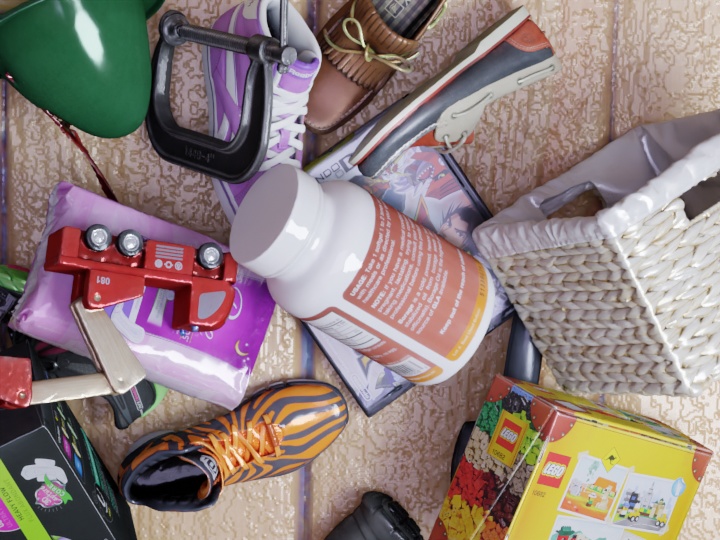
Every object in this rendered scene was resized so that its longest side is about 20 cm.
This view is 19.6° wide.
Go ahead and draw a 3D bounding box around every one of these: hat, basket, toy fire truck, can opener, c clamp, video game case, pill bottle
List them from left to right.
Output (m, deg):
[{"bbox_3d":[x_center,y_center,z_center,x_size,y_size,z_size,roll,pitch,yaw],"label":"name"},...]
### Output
[{"bbox_3d":[-0.192,0.040,1.564,0.198,0.049,0.143,9,80,-23],"label":"toy fire truck"},{"bbox_3d":[-0.194,-0.111,1.615,0.165,0.200,0.177,-25,81,21],"label":"hat"},{"bbox_3d":[-0.110,-0.156,1.627,0.027,0.199,0.173,-5,100,-38],"label":"c clamp"},{"bbox_3d":[0.000,0.000,1.616,0.199,0.112,0.113,31,95,-31],"label":"pill bottle"},{"bbox_3d":[0.023,-0.012,1.717,0.180,0.026,0.201,-35,97,2],"label":"video game case"},{"bbox_3d":[0.125,0.113,1.707,0.078,0.063,0.202,10,106,-3],"label":"can opener"},{"bbox_3d":[0.231,-0.013,1.616,0.197,0.199,0.162,-32,103,-25],"label":"basket"}]

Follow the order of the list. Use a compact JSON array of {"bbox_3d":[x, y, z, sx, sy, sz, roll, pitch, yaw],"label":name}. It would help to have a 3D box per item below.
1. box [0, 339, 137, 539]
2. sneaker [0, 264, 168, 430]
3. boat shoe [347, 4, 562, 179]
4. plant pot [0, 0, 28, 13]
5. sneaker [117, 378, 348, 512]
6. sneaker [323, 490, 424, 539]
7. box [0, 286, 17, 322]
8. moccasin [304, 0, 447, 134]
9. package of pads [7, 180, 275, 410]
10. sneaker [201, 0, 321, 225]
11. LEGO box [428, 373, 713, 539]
[{"bbox_3d":[-0.276,0.187,1.643,0.147,0.125,0.201,-26,125,1],"label":"box"},{"bbox_3d":[-0.250,0.060,1.690,0.199,0.077,0.084,34,90,-4],"label":"sneaker"},{"bbox_3d":[0.077,-0.131,1.667,0.200,0.071,0.063,-40,101,-18],"label":"boat shoe"},{"bbox_3d":[-0.275,-0.307,1.598,0.199,0.201,0.191,14,112,-4],"label":"plant pot"},{"bbox_3d":[-0.101,0.152,1.687,0.198,0.112,0.078,-22,97,1],"label":"sneaker"},{"bbox_3d":[0.043,0.281,1.737,0.091,0.076,0.200,-39,90,12],"label":"sneaker"},{"bbox_3d":[-0.395,0.018,1.659,0.200,0.050,0.158,40,123,-6],"label":"box"},{"bbox_3d":[0.020,-0.193,1.669,0.201,0.078,0.074,-44,96,3],"label":"moccasin"},{"bbox_3d":[-0.169,0.022,1.645,0.198,0.076,0.122,22,75,-19],"label":"package of pads"},{"bbox_3d":[-0.069,-0.117,1.635,0.072,0.114,0.203,-11,85,-35],"label":"sneaker"},{"bbox_3d":[0.170,0.181,1.668,0.199,0.077,0.150,18,97,-41],"label":"LEGO box"}]
